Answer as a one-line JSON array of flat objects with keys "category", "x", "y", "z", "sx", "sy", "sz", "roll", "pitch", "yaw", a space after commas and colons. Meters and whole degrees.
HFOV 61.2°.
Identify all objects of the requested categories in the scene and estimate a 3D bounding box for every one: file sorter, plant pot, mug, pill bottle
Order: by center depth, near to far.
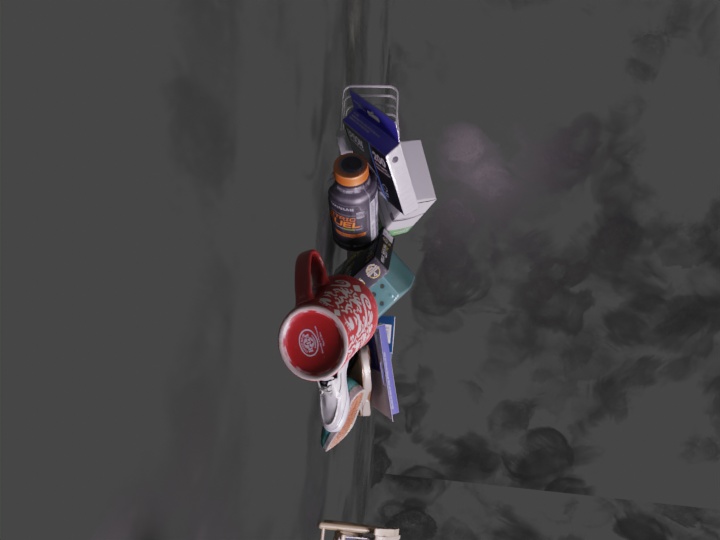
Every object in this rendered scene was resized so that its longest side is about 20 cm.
[{"category": "mug", "x": -0.067, "y": 0.075, "z": 0.951, "sx": 0.134, "sy": 0.177, "sz": 0.200, "roll": -49, "pitch": 178, "yaw": 13}, {"category": "pill bottle", "x": -0.015, "y": -0.143, "z": 1.252, "sx": 0.202, "sy": 0.103, "sz": 0.108, "roll": 86, "pitch": 10, "yaw": -52}, {"category": "file sorter", "x": 0.025, "y": -0.324, "z": 1.400, "sx": 0.200, "sy": 0.134, "sz": 0.128, "roll": 69, "pitch": 23, "yaw": -78}, {"category": "plant pot", "x": 0.040, "y": 0.033, "z": 1.491, "sx": 0.141, "sy": 0.142, "sz": 0.200, "roll": -42, "pitch": -174, "yaw": 12}]

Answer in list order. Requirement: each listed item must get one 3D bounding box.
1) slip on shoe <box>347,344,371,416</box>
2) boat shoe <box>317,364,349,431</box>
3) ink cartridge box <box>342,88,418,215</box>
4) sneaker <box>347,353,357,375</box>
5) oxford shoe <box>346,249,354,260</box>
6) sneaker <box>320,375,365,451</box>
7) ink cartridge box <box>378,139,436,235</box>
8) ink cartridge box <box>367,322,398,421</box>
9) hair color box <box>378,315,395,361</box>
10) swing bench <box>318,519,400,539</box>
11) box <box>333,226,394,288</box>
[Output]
[{"category": "slip on shoe", "x": -0.006, "y": 0.249, "z": 1.361, "sx": 0.077, "sy": 0.059, "sz": 0.204, "roll": -90, "pitch": -179, "yaw": -48}, {"category": "boat shoe", "x": -0.065, "y": 0.230, "z": 1.267, "sx": 0.066, "sy": 0.072, "sz": 0.206, "roll": 22, "pitch": 66, "yaw": -58}, {"category": "ink cartridge box", "x": 0.032, "y": -0.236, "z": 1.210, "sx": 0.198, "sy": 0.043, "sz": 0.203, "roll": 49, "pitch": -16, "yaw": 48}, {"category": "sneaker", "x": -0.029, "y": 0.194, "z": 1.392, "sx": 0.203, "sy": 0.079, "sz": 0.075, "roll": 93, "pitch": -23, "yaw": -45}, {"category": "oxford shoe", "x": -0.012, "y": -0.108, "z": 1.598, "sx": 0.072, "sy": 0.070, "sz": 0.206, "roll": 12, "pitch": 85, "yaw": -63}, {"category": "sneaker", "x": -0.054, "y": 0.311, "z": 1.351, "sx": 0.071, "sy": 0.080, "sz": 0.203, "roll": -16, "pitch": 138, "yaw": -49}, {"category": "ink cartridge box", "x": 0.086, "y": -0.182, "z": 1.376, "sx": 0.200, "sy": 0.082, "sz": 0.150, "roll": 133, "pitch": -55, "yaw": -68}, {"category": "ink cartridge box", "x": 0.043, "y": 0.220, "z": 1.383, "sx": 0.199, "sy": 0.046, "sz": 0.204, "roll": 179, "pitch": -98, "yaw": -72}, {"category": "hair color box", "x": 0.059, "y": 0.202, "z": 1.654, "sx": 0.201, "sy": 0.059, "sz": 0.103, "roll": 88, "pitch": 8, "yaw": -66}, {"category": "swing bench", "x": -0.009, "y": 0.712, "z": 1.442, "sx": 0.130, "sy": 0.194, "sz": 0.205, "roll": 77, "pitch": 18, "yaw": -72}, {"category": "box", "x": 0.000, "y": 0.000, "z": 1.326, "sx": 0.161, "sy": 0.049, "sz": 0.201, "roll": -43, "pitch": -168, "yaw": 21}]
